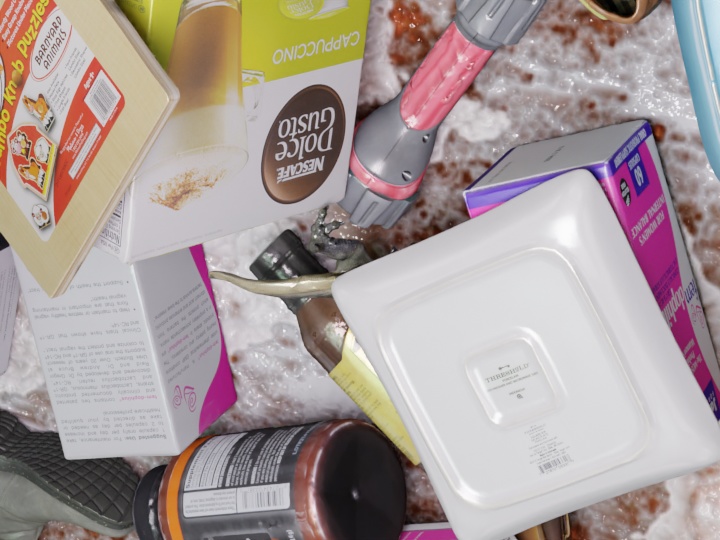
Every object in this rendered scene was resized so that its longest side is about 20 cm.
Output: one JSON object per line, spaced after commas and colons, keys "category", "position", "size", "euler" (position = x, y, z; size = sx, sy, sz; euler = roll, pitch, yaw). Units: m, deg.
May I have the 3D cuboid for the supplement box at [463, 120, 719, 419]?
{"category": "supplement box", "position": [0.153, 0.021, 1.272], "size": [0.103, 0.101, 0.202], "euler": [-11, 105, 26]}

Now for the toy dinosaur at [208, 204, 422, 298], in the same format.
{"category": "toy dinosaur", "position": [0.000, 0.000, 1.313], "size": [0.198, 0.048, 0.088], "euler": [5, 154, -5]}

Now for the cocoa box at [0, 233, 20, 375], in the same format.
{"category": "cocoa box", "position": [-0.332, -0.013, 1.454], "size": [0.130, 0.133, 0.202], "euler": [21, 116, 17]}

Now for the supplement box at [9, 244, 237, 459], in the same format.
{"category": "supplement box", "position": [-0.169, 0.023, 1.418], "size": [0.102, 0.101, 0.202], "euler": [-6, 106, 25]}

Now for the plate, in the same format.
{"category": "plate", "position": [0.097, 0.064, 1.227], "size": [0.198, 0.032, 0.201], "euler": [-24, 98, 29]}

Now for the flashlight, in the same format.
{"category": "flashlight", "position": [0.047, -0.116, 1.291], "size": [0.200, 0.068, 0.068], "euler": [-52, 51, 33]}

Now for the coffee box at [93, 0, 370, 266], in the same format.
{"category": "coffee box", "position": [-0.131, -0.145, 1.255], "size": [0.199, 0.199, 0.199], "euler": [26, 119, 35]}

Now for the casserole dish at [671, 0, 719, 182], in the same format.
{"category": "casserole dish", "position": [0.257, -0.128, 1.206], "size": [0.120, 0.039, 0.202], "euler": [-12, 105, 14]}

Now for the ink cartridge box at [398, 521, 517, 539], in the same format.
{"category": "ink cartridge box", "position": [0.056, 0.224, 1.396], "size": [0.199, 0.037, 0.095], "euler": [-15, 114, 53]}

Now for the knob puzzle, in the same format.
{"category": "knob puzzle", "position": [-0.190, -0.115, 1.158], "size": [0.218, 0.030, 0.222], "euler": [16, 113, 40]}

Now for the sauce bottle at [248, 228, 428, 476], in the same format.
{"category": "sauce bottle", "position": [0.004, 0.056, 1.377], "size": [0.200, 0.065, 0.065], "euler": [45, 119, 1]}

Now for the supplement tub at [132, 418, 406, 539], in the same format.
{"category": "supplement tub", "position": [-0.070, 0.166, 1.414], "size": [0.199, 0.107, 0.108], "euler": [-11, 104, 41]}

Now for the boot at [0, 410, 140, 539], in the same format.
{"category": "boot", "position": [-0.253, 0.190, 1.542], "size": [0.199, 0.068, 0.132], "euler": [22, 120, 23]}

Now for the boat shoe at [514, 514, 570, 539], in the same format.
{"category": "boat shoe", "position": [0.113, 0.165, 1.365], "size": [0.070, 0.070, 0.201], "euler": [17, 135, 24]}

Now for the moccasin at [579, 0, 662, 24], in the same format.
{"category": "moccasin", "position": [0.111, -0.234, 1.219], "size": [0.073, 0.078, 0.202], "euler": [-31, 95, 28]}
